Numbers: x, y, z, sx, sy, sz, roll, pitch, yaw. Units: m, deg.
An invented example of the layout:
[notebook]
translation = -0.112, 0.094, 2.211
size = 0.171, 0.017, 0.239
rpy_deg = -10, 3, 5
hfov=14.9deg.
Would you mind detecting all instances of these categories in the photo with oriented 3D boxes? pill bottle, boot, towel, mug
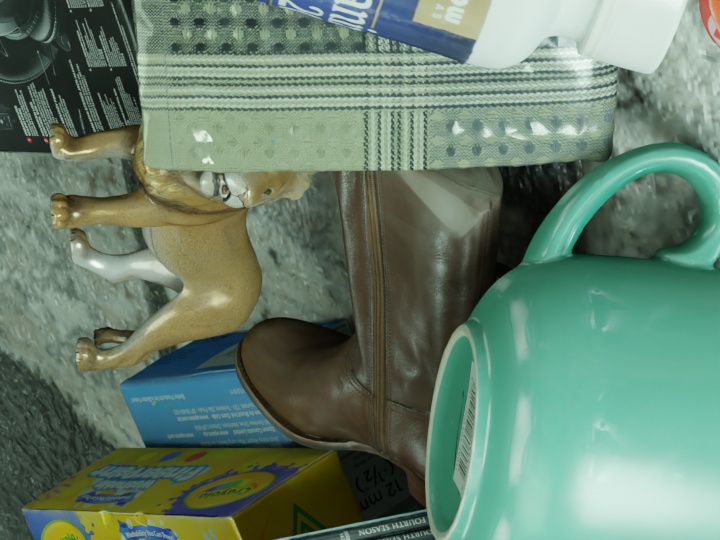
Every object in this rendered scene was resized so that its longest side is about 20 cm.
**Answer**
[pill bottle]
translation = 0.022, -0.137, 0.999
size = 0.200, 0.111, 0.111
rpy_deg = 16, 139, -3
[boot]
translation = 0.000, 0.000, 1.220
size = 0.186, 0.064, 0.200
rpy_deg = 28, 142, 37
[towel]
translation = 0.002, -0.132, 1.083
size = 0.035, 0.200, 0.193
rpy_deg = -82, -10, -66
[mug]
translation = 0.090, 0.056, 1.098
size = 0.152, 0.114, 0.185
rpy_deg = 111, 162, -56

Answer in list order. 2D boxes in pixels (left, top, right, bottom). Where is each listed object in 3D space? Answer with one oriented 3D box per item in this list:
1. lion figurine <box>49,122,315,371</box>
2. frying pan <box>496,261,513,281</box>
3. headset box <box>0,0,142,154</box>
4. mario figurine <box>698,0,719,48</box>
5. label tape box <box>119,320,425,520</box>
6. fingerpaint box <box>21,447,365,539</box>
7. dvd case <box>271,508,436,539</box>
[lion figurine]
translation = -0.078, -0.018, 1.276
size = 0.200, 0.122, 0.072
rpy_deg = 90, 177, -61
[frying pan]
translation = 0.067, 0.063, 1.256
size = 0.115, 0.031, 0.190
rpy_deg = 52, 158, 26
[headset box]
translation = -0.142, -0.137, 1.355
size = 0.200, 0.077, 0.149
rpy_deg = 5, 117, 53
[mario figurine]
translation = 0.180, -0.112, 0.900
size = 0.200, 0.106, 0.123
rpy_deg = -30, 57, 50
[label tape box]
translation = -0.028, 0.130, 1.409
size = 0.143, 0.066, 0.200
rpy_deg = -9, 109, 56
[fingerpaint box]
translation = -0.061, 0.174, 1.360
size = 0.200, 0.073, 0.167
rpy_deg = -6, 111, 54
[dvd case]
translation = 0.033, 0.158, 1.227
size = 0.146, 0.200, 0.022
rpy_deg = 97, 156, -43
